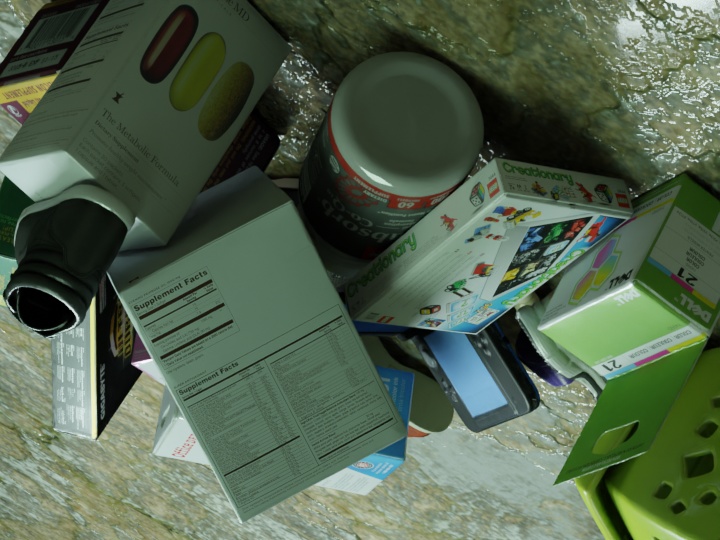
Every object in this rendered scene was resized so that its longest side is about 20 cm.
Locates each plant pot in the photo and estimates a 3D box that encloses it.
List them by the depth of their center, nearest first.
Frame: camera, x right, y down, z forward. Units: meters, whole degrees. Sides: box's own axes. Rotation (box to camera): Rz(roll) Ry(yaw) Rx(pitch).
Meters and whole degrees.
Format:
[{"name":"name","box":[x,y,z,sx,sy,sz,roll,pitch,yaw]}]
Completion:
[{"name":"plant pot","box":[0.295,0.172,1.701,0.181,0.199,0.200,18,153,39]}]

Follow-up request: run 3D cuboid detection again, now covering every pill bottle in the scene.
[{"name":"pill bottle","box":[0.016,-0.074,1.637,0.116,0.116,0.200,30,155,0]}]

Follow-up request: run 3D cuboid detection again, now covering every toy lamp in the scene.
[{"name":"toy lamp","box":[0.134,0.024,1.758,0.058,0.058,0.200,9,147,38]}]

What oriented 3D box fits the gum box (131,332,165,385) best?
[{"name":"gum box","box":[-0.125,0.066,1.981,0.066,0.114,0.200,-13,147,32]}]

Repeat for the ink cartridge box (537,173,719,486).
[{"name":"ink cartridge box","box":[0.190,0.045,1.566,0.076,0.200,0.148,36,154,-11]}]

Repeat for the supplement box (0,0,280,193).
[{"name":"supplement box","box":[-0.187,-0.128,1.772,0.200,0.103,0.131,44,151,-28]}]

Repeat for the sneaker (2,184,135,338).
[{"name":"sneaker","box":[-0.238,0.004,1.605,0.071,0.099,0.200,35,157,-14]}]

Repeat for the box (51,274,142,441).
[{"name":"box","box":[-0.230,0.028,1.955,0.049,0.160,0.200,13,125,11]}]

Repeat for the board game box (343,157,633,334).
[{"name":"board game box","box":[0.094,-0.014,1.615,0.126,0.035,0.200,7,148,-36]}]

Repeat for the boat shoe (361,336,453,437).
[{"name":"boat shoe","box":[-0.001,0.092,2.016,0.200,0.071,0.063,37,157,-22]}]

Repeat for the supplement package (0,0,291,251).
[{"name":"supplement package","box":[-0.164,-0.127,1.635,0.114,0.200,0.109,44,152,-27]}]

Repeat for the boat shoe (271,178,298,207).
[{"name":"boat shoe","box":[-0.094,-0.039,1.877,0.072,0.068,0.200,45,155,-29]}]

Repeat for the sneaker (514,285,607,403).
[{"name":"sneaker","box":[0.207,0.065,1.736,0.200,0.080,0.074,37,-163,-50]}]

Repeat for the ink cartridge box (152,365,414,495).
[{"name":"ink cartridge box","box":[-0.069,0.124,1.849,0.199,0.085,0.145,11,160,-11]}]

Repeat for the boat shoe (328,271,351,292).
[{"name":"boat shoe","box":[0.000,0.000,1.839,0.069,0.071,0.200,38,152,-12]}]

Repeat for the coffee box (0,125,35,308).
[{"name":"coffee box","box":[-0.280,-0.077,1.849,0.044,0.201,0.123,16,155,-4]}]

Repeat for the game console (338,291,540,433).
[{"name":"game console","box":[0.042,0.081,1.837,0.171,0.118,0.200,58,165,2]}]

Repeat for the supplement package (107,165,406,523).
[{"name":"supplement package","box":[-0.085,0.050,1.641,0.200,0.147,0.191,63,175,-15]}]
